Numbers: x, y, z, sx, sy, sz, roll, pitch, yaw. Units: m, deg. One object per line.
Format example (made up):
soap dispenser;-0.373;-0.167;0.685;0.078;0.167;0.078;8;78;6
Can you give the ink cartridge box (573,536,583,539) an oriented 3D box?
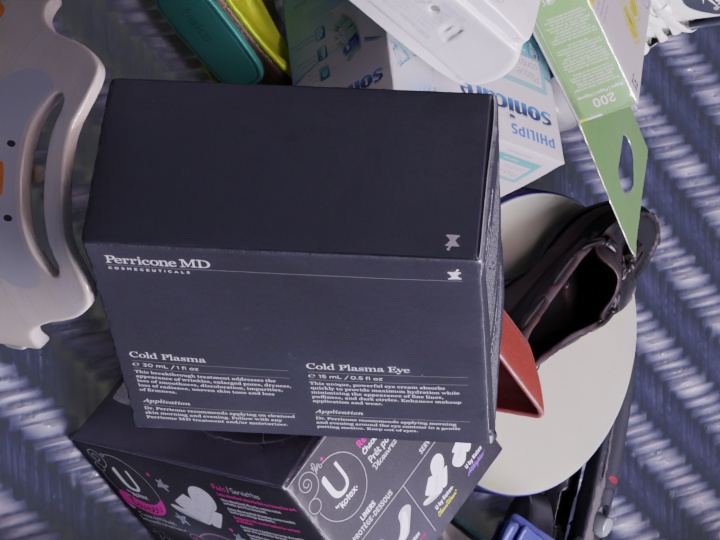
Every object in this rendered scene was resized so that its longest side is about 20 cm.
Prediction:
ink cartridge box;0.106;0.293;1.701;0.200;0.087;0.146;-34;117;-11

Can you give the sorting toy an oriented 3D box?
sorting toy;-0.185;-0.051;1.372;0.106;0.180;0.201;-1;95;-37

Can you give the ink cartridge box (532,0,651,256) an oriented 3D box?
ink cartridge box;0.157;-0.131;1.627;0.200;0.048;0.146;61;23;-24

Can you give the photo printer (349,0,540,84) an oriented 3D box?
photo printer;0.041;-0.226;1.496;0.166;0.069;0.201;37;46;-24

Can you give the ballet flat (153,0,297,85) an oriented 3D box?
ballet flat;-0.056;-0.118;1.563;0.200;0.067;0.067;59;37;-27

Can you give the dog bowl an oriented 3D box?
dog bowl;0.085;0.044;1.694;0.200;0.079;0.201;-7;101;-41

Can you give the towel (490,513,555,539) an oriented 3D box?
towel;0.089;0.265;1.601;0.145;0.024;0.200;38;77;-33

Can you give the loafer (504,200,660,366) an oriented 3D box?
loafer;0.135;0.016;1.631;0.200;0.063;0.072;-33;117;-39

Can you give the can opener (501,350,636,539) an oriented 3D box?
can opener;0.149;0.141;1.771;0.201;0.063;0.079;-69;154;-13

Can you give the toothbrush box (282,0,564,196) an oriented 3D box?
toothbrush box;0.032;-0.152;1.565;0.146;0.085;0.201;18;57;-41

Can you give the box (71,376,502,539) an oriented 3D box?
box;-0.044;0.097;1.505;0.132;0.200;0.115;-52;126;-24

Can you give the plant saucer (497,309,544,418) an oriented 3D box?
plant saucer;0.000;0.000;1.532;0.037;0.199;0.200;-54;126;-24

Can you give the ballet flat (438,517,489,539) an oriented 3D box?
ballet flat;0.035;0.170;1.644;0.200;0.069;0.070;40;67;-5

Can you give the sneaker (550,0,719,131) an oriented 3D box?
sneaker;0.194;-0.175;1.727;0.199;0.129;0.080;-54;125;-22

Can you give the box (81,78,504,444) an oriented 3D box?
box;-0.027;-0.002;1.345;0.182;0.199;0.105;84;10;-58
